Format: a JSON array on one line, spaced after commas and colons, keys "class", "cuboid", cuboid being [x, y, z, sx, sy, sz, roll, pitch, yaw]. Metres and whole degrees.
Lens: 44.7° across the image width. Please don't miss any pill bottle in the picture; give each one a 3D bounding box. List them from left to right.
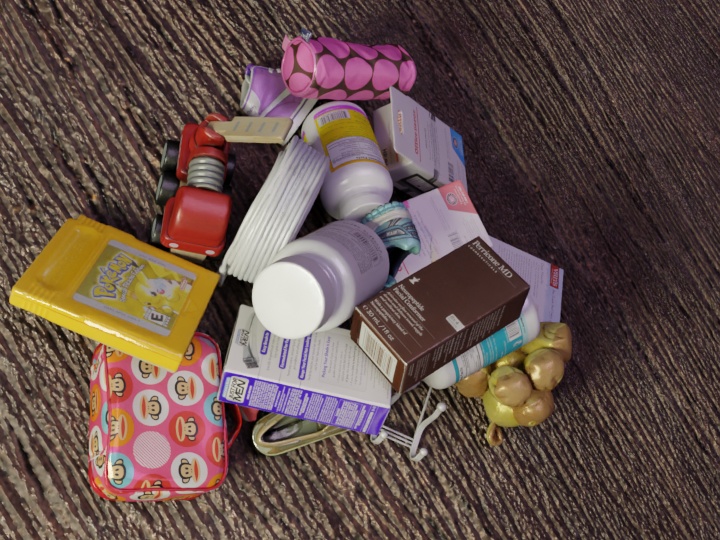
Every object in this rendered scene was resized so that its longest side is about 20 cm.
[{"class": "pill bottle", "cuboid": [-0.047, 0.011, 1.053, 0.114, 0.114, 0.200, 55, 24, 0]}, {"class": "pill bottle", "cuboid": [-0.015, -0.141, 1.247, 0.104, 0.104, 0.200, 6, 47, -29]}, {"class": "pill bottle", "cuboid": [0.129, 0.085, 1.162, 0.200, 0.111, 0.111, -26, 84, -13]}]

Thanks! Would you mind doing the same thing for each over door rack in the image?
[{"class": "over door rack", "cuboid": [0.050, 0.145, 1.223, 0.148, 0.067, 0.200, 28, 58, -20]}]

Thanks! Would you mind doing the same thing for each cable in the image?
[{"class": "cable", "cuboid": [-0.108, -0.074, 1.136, 0.069, 0.200, 0.200, 28, 58, -8]}]

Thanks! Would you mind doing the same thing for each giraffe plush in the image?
[{"class": "giraffe plush", "cuboid": [0.215, 0.165, 1.259, 0.172, 0.200, 0.162, -29, 120, -18]}]

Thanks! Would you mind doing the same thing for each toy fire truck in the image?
[{"class": "toy fire truck", "cuboid": [-0.178, -0.119, 1.105, 0.128, 0.200, 0.176, 12, 64, -19]}]

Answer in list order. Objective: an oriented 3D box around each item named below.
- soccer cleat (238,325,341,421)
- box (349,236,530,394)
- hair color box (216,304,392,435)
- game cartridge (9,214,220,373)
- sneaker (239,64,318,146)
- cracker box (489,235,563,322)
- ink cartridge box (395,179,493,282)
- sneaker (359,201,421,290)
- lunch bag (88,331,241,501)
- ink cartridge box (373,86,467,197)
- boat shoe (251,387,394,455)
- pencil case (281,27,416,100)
[{"class": "soccer cleat", "cuboid": [-0.097, 0.120, 1.156, 0.200, 0.067, 0.077, -34, 121, -42]}, {"class": "box", "cuboid": [0.097, 0.051, 1.061, 0.200, 0.075, 0.100, -29, 60, -26]}, {"class": "hair color box", "cuboid": [-0.063, 0.120, 1.059, 0.200, 0.065, 0.109, 15, 42, -7]}, {"class": "game cartridge", "cuboid": [-0.281, 0.020, 1.035, 0.200, 0.032, 0.176, 25, 33, -9]}, {"class": "sneaker", "cuboid": [-0.107, -0.292, 1.311, 0.114, 0.073, 0.201, 37, 55, -9]}, {"class": "cracker box", "cuboid": [0.224, 0.031, 1.383, 0.200, 0.058, 0.134, 23, 61, -21]}, {"class": "ink cartridge box", "cuboid": [0.078, -0.039, 1.290, 0.200, 0.068, 0.117, -22, 77, -12]}, {"class": "sneaker", "cuboid": [0.000, 0.000, 1.174, 0.078, 0.200, 0.086, 14, 37, -49]}, {"class": "lunch bag", "cuboid": [-0.226, 0.168, 1.035, 0.176, 0.082, 0.200, 7, 66, -29]}, {"class": "ink cartridge box", "cuboid": [0.081, -0.184, 1.337, 0.200, 0.068, 0.116, 25, 55, -48]}, {"class": "boat shoe", "cuboid": [-0.041, 0.178, 1.106, 0.200, 0.076, 0.072, -29, 83, -14]}, {"class": "pencil case", "cuboid": [-0.017, -0.298, 1.274, 0.200, 0.091, 0.094, -4, 47, -40]}]
